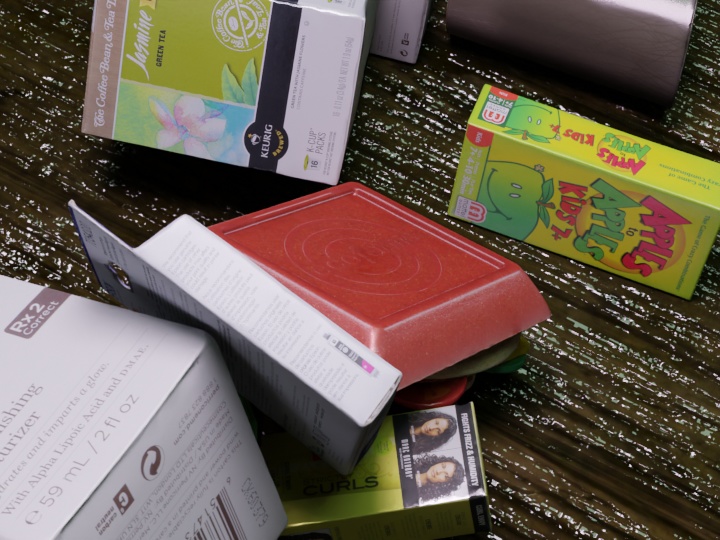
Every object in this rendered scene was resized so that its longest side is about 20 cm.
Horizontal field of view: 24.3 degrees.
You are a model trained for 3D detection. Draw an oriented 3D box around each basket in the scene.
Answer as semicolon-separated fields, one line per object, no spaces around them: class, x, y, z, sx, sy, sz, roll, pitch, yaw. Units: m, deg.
basket;0.178;-0.235;1.391;0.197;0.137;0.182;13;55;7

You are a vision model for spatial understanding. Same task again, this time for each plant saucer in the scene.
plant saucer;0.000;0.000;1.117;0.199;0.037;0.199;28;31;33

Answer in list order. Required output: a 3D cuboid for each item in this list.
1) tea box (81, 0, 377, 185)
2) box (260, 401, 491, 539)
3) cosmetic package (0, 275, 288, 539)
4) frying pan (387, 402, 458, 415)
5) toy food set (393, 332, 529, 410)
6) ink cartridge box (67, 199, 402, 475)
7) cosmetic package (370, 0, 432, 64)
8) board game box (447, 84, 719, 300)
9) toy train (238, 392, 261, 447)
tea box;-0.091;-0.178;1.256;0.194;0.135;0.201;10;26;0
box;-0.019;0.140;1.066;0.197;0.050;0.076;-9;52;4
cosmetic package;-0.180;0.126;0.965;0.198;0.166;0.165;13;49;31
frying pan;0.032;0.147;1.105;0.114;0.031;0.191;-20;59;-12
toy food set;0.017;0.030;1.162;0.199;0.049;0.197;-15;37;-41
ink cartridge box;-0.070;0.033;0.961;0.199;0.197;0.043;38;77;6
cosmetic package;-0.033;-0.258;1.404;0.197;0.085;0.108;14;52;2
board game box;0.172;-0.058;1.257;0.198;0.102;0.048;20;49;8
toy train;-0.108;0.065;1.112;0.056;0.042;0.200;-5;29;-15
